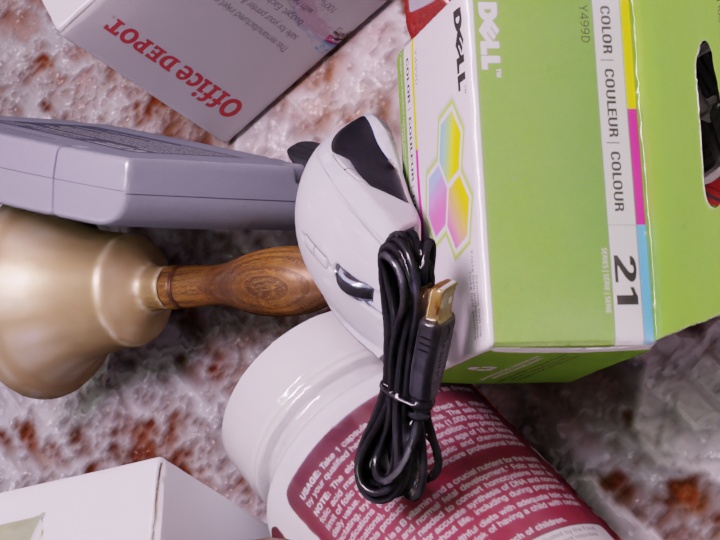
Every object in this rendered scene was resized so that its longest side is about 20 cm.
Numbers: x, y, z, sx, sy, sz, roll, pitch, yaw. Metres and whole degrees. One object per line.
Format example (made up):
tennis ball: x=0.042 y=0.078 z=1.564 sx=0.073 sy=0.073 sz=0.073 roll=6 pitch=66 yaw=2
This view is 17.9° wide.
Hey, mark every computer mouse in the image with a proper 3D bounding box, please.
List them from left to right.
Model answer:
computer mouse: x=0.000 y=0.000 z=0.959 sx=0.044 sy=0.110 sz=0.200 roll=-2 pitch=29 yaw=-10

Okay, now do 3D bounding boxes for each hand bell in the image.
hand bell: x=-0.083 y=0.009 z=1.090 sx=0.200 sy=0.104 sz=0.104 roll=-3 pitch=70 yaw=38

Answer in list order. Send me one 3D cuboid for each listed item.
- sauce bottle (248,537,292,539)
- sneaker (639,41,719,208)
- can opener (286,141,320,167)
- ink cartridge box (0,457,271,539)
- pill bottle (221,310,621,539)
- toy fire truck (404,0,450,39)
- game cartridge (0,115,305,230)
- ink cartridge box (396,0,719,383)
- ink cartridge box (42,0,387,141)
sauce bottle: x=-0.033 y=0.212 z=0.960 sx=0.066 sy=0.066 sz=0.200 roll=16 pitch=120 yaw=36
sneaker: x=0.151 y=-0.051 z=0.939 sx=0.200 sy=0.085 sz=0.077 roll=121 pitch=145 yaw=-60
can opener: x=0.025 y=-0.017 z=1.072 sx=0.200 sy=0.079 sz=0.063 roll=36 pitch=101 yaw=46
ink cartridge box: x=-0.130 y=0.163 z=1.045 sx=0.200 sy=0.145 sz=0.085 roll=-13 pitch=58 yaw=29
pill bottle: x=0.032 y=0.113 z=0.980 sx=0.114 sy=0.114 sz=0.200 roll=-49 pitch=54 yaw=7
toy fire truck: x=0.110 y=-0.116 z=1.035 sx=0.200 sy=0.112 sz=0.168 roll=-5 pitch=89 yaw=30
game cartridge: x=-0.130 y=-0.049 z=1.117 sx=0.200 sy=0.133 sz=0.042 roll=15 pitch=104 yaw=50
ink cartridge box: x=0.078 y=-0.042 z=0.895 sx=0.076 sy=0.200 sz=0.148 roll=-1 pitch=80 yaw=-14
ink cartridge box: x=-0.064 y=-0.198 z=1.147 sx=0.200 sy=0.147 sz=0.146 roll=-40 pitch=55 yaw=13
